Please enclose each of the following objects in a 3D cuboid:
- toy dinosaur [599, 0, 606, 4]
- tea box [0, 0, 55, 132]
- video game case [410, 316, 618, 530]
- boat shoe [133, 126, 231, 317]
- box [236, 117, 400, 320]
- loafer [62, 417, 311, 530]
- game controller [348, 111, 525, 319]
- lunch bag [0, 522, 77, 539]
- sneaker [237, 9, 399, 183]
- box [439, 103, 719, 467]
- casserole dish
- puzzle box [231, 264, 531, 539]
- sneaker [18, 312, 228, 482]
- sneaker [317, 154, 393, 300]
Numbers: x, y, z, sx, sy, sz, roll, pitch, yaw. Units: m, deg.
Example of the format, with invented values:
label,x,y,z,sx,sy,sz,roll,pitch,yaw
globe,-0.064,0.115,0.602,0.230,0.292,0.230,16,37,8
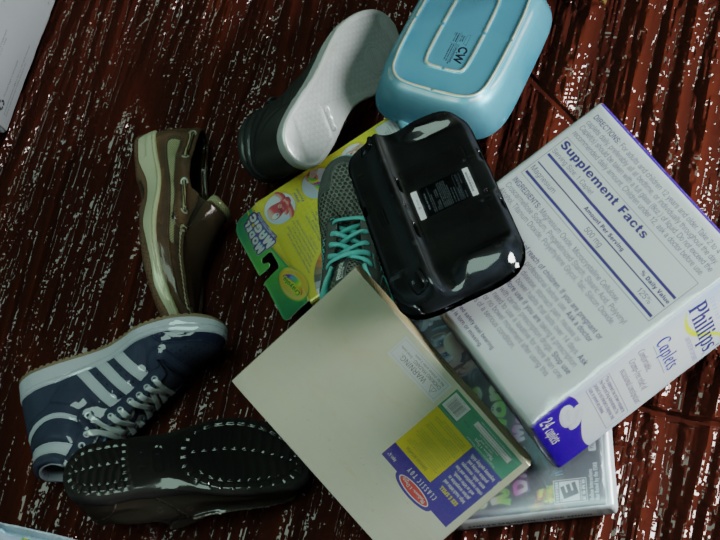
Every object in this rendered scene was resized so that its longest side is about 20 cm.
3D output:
label,x,y,z,sx,sy,sz,roll,pitch,yaw
toy dinosaur,0.161,-0.256,1.422,0.105,0.061,0.200,4,28,2
tea box,-0.419,-0.259,1.613,0.195,0.134,0.201,10,70,23
video game case,0.106,0.103,1.316,0.181,0.023,0.201,-9,64,17
boat shoe,-0.151,-0.044,1.451,0.074,0.075,0.203,-15,62,6
box,0.000,-0.045,1.411,0.199,0.048,0.118,-31,60,1
loafer,-0.138,0.170,1.353,0.198,0.072,0.073,-3,49,2
game controller,0.055,-0.046,1.262,0.104,0.042,0.201,-18,43,0
lunch bag,-0.208,0.300,1.283,0.199,0.127,0.171,13,73,18
sneaker,-0.042,-0.153,1.462,0.099,0.071,0.200,-18,31,48
box,0.167,0.011,1.264,0.200,0.105,0.184,-37,58,1
casserole dish,0.089,-0.194,1.422,0.120,0.039,0.201,16,58,18
puzzle box,0.016,0.113,1.259,0.133,0.025,0.200,-41,91,12
sneaker,-0.195,0.114,1.393,0.199,0.070,0.109,-21,57,17
sneaker,0.000,0.000,1.318,0.077,0.091,0.201,-11,77,10
